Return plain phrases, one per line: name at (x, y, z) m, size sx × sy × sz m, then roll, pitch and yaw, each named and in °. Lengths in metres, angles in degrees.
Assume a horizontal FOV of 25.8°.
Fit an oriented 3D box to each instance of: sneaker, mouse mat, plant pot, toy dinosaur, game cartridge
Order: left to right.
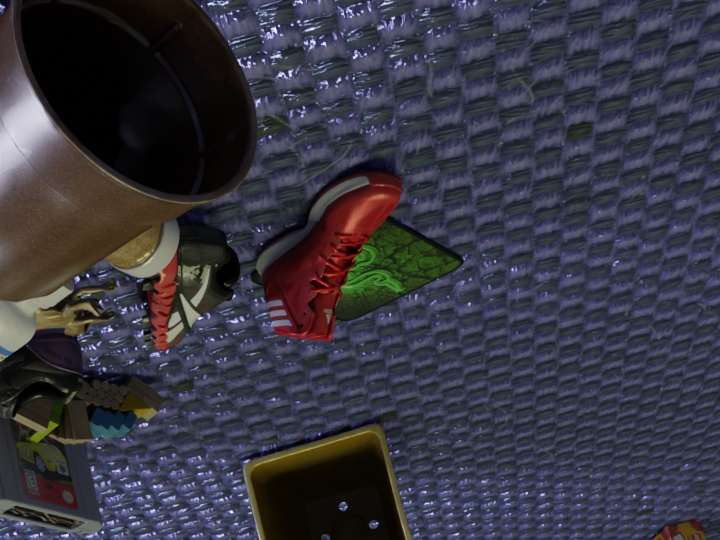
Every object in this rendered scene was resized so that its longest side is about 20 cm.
sneaker at (-0.369, 0.102, 1.531) m, size 0.198 × 0.088 × 0.076 m, roll -9°, pitch 155°, yaw -13°
game cartridge at (-0.357, 0.209, 1.702) m, size 0.041 × 0.134 × 0.200 m, roll -31°, pitch 153°, yaw 16°
toy dinosaur at (-0.293, 0.032, 1.467) m, size 0.100 × 0.059 × 0.200 m, roll -24°, pitch 153°, yaw 21°
plant pot at (-0.208, -0.087, 1.100) m, size 0.199 × 0.202 × 0.198 m, roll 11°, pitch 144°, yaw -44°
sneaker at (-0.163, 0.017, 1.493) m, size 0.097 × 0.071 × 0.201 m, roll -7°, pitch 152°, yaw -13°
plant pot at (-0.028, 0.339, 2.108) m, size 0.192 × 0.197 × 0.200 m, roll -16°, pitch 164°, yaw 3°
sneaker at (-0.019, -0.001, 1.481) m, size 0.078 × 0.116 × 0.200 m, roll 8°, pitch 146°, yaw -35°
mouse mat at (0.000, 0.000, 1.629) m, size 0.160 × 0.008 × 0.200 m, roll -27°, pitch 151°, yaw 23°

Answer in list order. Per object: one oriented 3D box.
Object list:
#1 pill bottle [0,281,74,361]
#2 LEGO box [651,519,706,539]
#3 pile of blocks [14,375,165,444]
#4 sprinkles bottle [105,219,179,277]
pill bottle at (-0.353, 0.039, 1.362) m, size 0.199 × 0.113 × 0.112 m, roll -35°, pitch 153°, yaw 3°
LEGO box at (0.612, 0.595, 2.966) m, size 0.076 × 0.202 × 0.149 m, roll -6°, pitch 154°, yaw -16°
pile of blocks at (-0.305, 0.158, 1.689) m, size 0.199 × 0.083 × 0.062 m, roll 8°, pitch 146°, yaw -41°
sprinkles bottle at (-0.231, -0.054, 1.313) m, size 0.068 × 0.069 × 0.200 m, roll -24°, pitch 153°, yaw 19°
